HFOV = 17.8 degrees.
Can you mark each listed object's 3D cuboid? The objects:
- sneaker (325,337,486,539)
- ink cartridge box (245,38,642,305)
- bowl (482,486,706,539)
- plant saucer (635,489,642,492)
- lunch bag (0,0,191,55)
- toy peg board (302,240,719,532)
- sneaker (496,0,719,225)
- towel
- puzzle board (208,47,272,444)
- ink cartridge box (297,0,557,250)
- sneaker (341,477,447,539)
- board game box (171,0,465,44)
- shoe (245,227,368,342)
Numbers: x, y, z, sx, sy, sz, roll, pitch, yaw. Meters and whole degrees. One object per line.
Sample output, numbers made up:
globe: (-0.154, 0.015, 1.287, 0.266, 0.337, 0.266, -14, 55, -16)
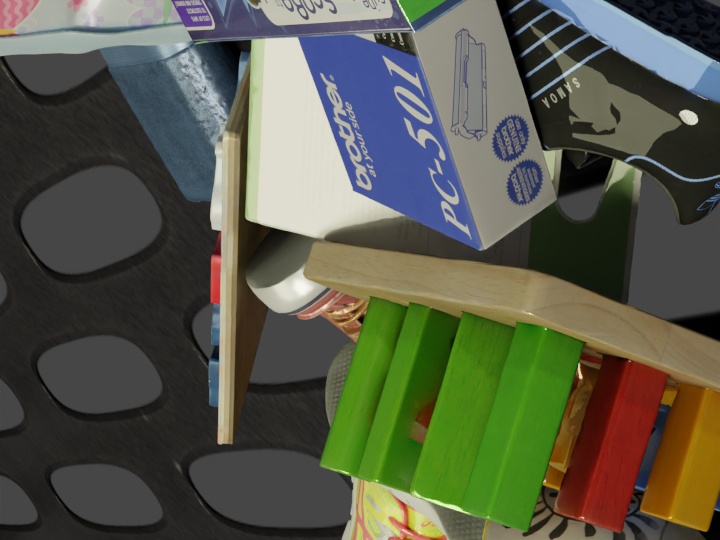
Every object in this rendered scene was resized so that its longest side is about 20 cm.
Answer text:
sneaker: (0.051, 0.108, 1.228, 0.200, 0.070, 0.080, 48, -175, 38)
ink cartridge box: (0.042, -0.073, 1.012, 0.199, 0.048, 0.147, 15, 113, 26)
bowl: (0.138, 0.183, 1.076, 0.094, 0.201, 0.202, -15, 118, 24)
plant saucer: (0.111, 0.093, 1.219, 0.200, 0.037, 0.201, 44, 157, 24)
lunch bag: (-0.143, -0.193, 1.028, 0.127, 0.168, 0.202, 138, 122, -68)
toy peg board: (0.089, 0.069, 0.999, 0.198, 0.099, 0.200, 21, 175, -28)
sneaker: (0.072, -0.093, 0.915, 0.199, 0.070, 0.078, 35, 125, 27)
towel: (-0.114, -0.134, 1.324, 0.201, 0.048, 0.111, 61, 158, -18)
puzzle board: (-0.058, -0.034, 1.182, 0.017, 0.151, 0.201, 8, 130, 4)
ink cartridge box: (0.008, -0.112, 0.890, 0.094, 0.044, 0.201, 27, 145, 51)
sneaker: (0.029, 0.155, 1.323, 0.090, 0.077, 0.202, 152, 115, -71)
board game box: (-0.042, -0.150, 0.831, 0.200, 0.034, 0.136, 10, 131, 63)
shoe: (0.000, 0.000, 1.180, 0.091, 0.071, 0.200, 53, -167, -13)
